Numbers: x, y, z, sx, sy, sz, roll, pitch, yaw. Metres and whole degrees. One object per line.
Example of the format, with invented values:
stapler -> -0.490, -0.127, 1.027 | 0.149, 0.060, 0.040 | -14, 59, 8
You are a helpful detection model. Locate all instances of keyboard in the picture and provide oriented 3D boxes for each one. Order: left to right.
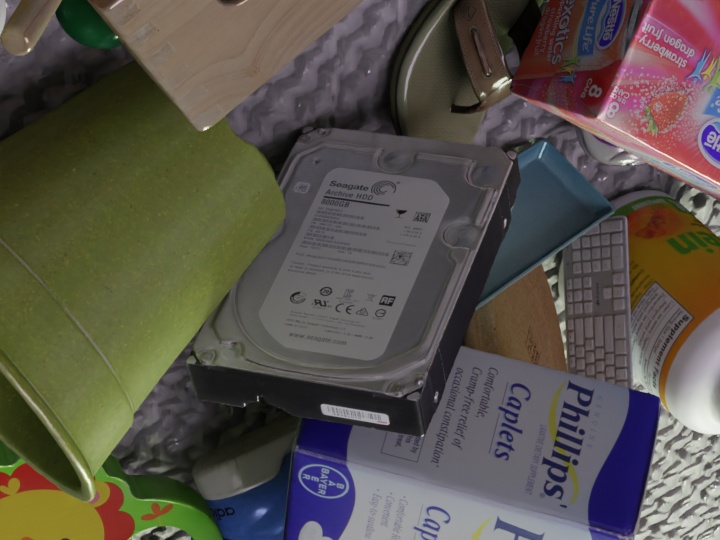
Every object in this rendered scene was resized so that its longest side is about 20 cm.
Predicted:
keyboard -> 0.163, 0.064, 1.433 | 0.011, 0.056, 0.200 | 3, 83, -39

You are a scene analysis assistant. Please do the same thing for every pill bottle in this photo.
pill bottle -> 0.234, 0.041, 1.444 | 0.111, 0.200, 0.111 | -21, 134, -23

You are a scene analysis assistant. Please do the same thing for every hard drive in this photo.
hard drive -> 0.000, 0.000, 1.207 | 0.038, 0.140, 0.200 | 79, 27, -44

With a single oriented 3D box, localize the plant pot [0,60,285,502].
plant pot -> -0.146, -0.011, 1.139 | 0.190, 0.200, 0.200 | -43, 140, -17

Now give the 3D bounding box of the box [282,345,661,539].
box -> 0.060, 0.144, 1.258 | 0.200, 0.105, 0.184 | 14, 139, 5

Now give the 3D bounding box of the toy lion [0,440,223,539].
toy lion -> -0.183, 0.179, 1.333 | 0.200, 0.069, 0.192 | -10, 124, -16

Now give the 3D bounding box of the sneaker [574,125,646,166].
sneaker -> 0.226, -0.143, 1.381 | 0.200, 0.081, 0.083 | -32, 125, -17

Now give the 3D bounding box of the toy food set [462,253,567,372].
toy food set -> 0.092, 0.057, 1.381 | 0.049, 0.200, 0.198 | -11, 134, 19

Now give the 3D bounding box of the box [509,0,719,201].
box -> 0.204, -0.108, 1.282 | 0.200, 0.095, 0.103 | 25, 92, -34

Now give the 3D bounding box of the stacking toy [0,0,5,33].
stacking toy -> -0.207, -0.156, 0.941 | 0.146, 0.200, 0.146 | -21, 134, -23

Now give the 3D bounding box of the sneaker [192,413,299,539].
sneaker -> -0.002, 0.140, 1.407 | 0.200, 0.077, 0.111 | -25, 101, -14

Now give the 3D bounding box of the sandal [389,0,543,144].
sandal -> 0.082, -0.147, 1.277 | 0.080, 0.057, 0.201 | 9, 118, -42

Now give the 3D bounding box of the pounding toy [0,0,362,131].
pounding toy -> -0.095, -0.174, 1.024 | 0.200, 0.184, 0.142 | -40, 138, -3

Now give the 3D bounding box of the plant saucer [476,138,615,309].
plant saucer -> 0.086, -0.025, 1.325 | 0.200, 0.070, 0.019 | -32, 165, -48
